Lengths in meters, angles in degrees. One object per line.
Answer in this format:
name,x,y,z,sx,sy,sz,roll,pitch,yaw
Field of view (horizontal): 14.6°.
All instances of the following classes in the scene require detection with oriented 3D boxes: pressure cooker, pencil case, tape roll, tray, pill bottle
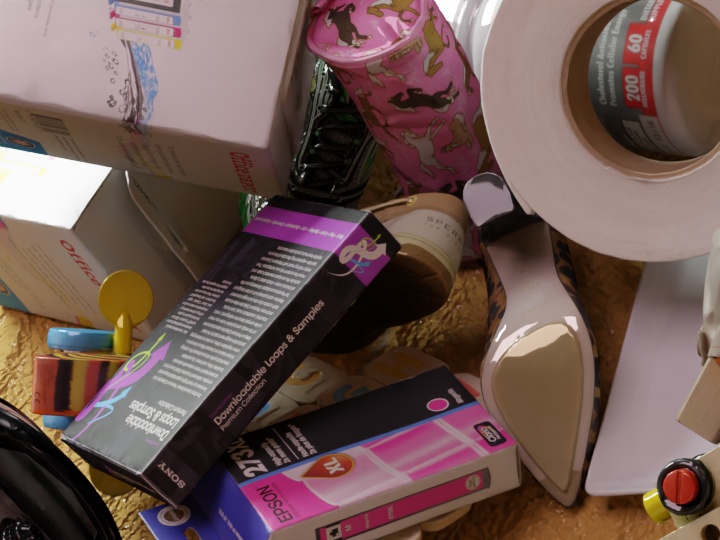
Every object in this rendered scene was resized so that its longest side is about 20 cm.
pressure cooker,-0.244,0.171,1.674,0.200,0.176,0.179,-33,64,20
pencil case,0.038,-0.094,1.706,0.086,0.200,0.083,-16,46,14
tape roll,0.171,-0.107,1.601,0.202,0.203,0.071,-22,1,17
tray,0.199,0.048,1.601,0.107,0.022,0.201,-4,51,31
pill bottle,0.142,-0.135,1.738,0.200,0.114,0.114,10,59,40

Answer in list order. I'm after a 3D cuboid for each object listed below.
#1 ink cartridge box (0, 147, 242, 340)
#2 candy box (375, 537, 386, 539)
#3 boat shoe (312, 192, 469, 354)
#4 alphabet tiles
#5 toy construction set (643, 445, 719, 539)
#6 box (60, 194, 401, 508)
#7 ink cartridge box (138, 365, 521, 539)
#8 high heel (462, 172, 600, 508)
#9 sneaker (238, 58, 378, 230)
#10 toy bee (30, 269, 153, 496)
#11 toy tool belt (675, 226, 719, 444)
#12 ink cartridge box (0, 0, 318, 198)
ink cartridge box,-0.179,-0.046,1.872,0.200,0.129,0.125,12,60,40
candy box,-0.025,0.211,1.580,0.136,0.061,0.200,-44,41,-11
boat shoe,0.000,0.000,1.711,0.200,0.074,0.067,-14,39,52
alphabet tiles,-0.012,0.105,1.636,0.200,0.015,0.195,-30,37,-32
toy construction set,0.218,0.142,1.432,0.200,0.092,0.131,-29,78,9
box,-0.077,0.043,1.623,0.200,0.036,0.143,-47,22,-12
ink cartridge box,-0.018,0.117,1.574,0.199,0.037,0.095,-20,35,-17
high heel,0.111,0.045,1.656,0.071,0.143,0.201,-16,79,11
sneaker,-0.021,-0.090,1.807,0.085,0.078,0.201,131,158,-68
toy bee,-0.145,0.062,1.761,0.108,0.131,0.200,3,22,-1
toy tool belt,0.274,0.044,1.492,0.199,0.125,0.123,7,73,15
ink cartridge box,-0.130,-0.141,1.711,0.199,0.147,0.145,11,80,4
